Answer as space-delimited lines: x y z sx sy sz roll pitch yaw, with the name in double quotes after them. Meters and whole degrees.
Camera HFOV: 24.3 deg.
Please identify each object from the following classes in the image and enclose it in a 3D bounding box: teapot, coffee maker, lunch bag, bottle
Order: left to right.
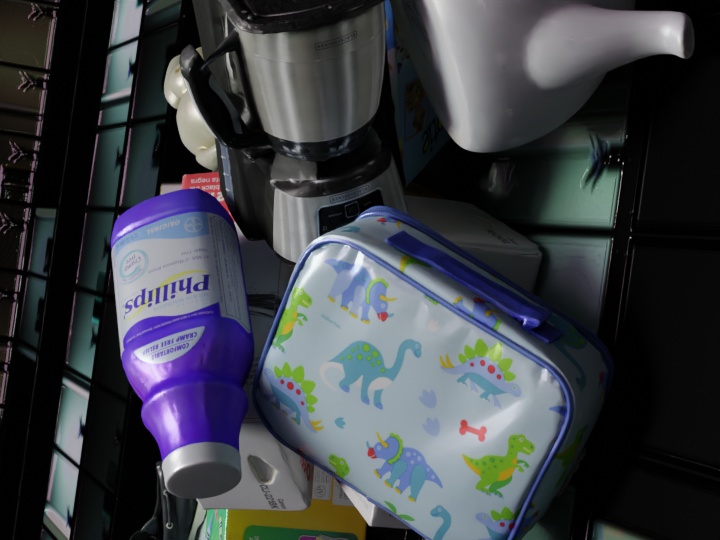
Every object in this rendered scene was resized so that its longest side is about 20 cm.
-0.110 0.045 1.056 0.065 0.083 0.200 53 -158 -53 "bottle"
-0.036 -0.130 1.072 0.192 0.134 0.200 -90 -3 -48 "coffee maker"
0.043 0.065 1.008 0.082 0.200 0.161 -31 -33 -55 "lunch bag"
0.099 -0.177 1.012 0.197 0.146 0.200 95 153 -81 "teapot"

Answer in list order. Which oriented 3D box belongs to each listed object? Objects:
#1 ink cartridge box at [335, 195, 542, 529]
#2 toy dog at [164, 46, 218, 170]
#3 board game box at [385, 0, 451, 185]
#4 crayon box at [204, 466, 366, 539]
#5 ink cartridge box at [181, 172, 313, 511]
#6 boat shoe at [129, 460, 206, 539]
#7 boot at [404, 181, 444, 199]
0.042 0.059 1.150 0.145 0.084 0.200 -138 58 -66 "ink cartridge box"
-0.093 -0.201 1.515 0.200 0.139 0.194 -53 2 34 "toy dog"
0.002 -0.176 1.178 0.105 0.103 0.200 -48 -38 -48 "board game box"
-0.061 0.239 1.313 0.058 0.119 0.200 158 118 -67 "crayon box"
-0.080 0.051 1.174 0.144 0.084 0.200 72 -163 -56 "ink cartridge box"
-0.211 0.285 1.782 0.075 0.066 0.200 -115 38 -55 "boat shoe"
0.000 0.000 1.313 0.200 0.073 0.156 -152 70 -66 "boot"
